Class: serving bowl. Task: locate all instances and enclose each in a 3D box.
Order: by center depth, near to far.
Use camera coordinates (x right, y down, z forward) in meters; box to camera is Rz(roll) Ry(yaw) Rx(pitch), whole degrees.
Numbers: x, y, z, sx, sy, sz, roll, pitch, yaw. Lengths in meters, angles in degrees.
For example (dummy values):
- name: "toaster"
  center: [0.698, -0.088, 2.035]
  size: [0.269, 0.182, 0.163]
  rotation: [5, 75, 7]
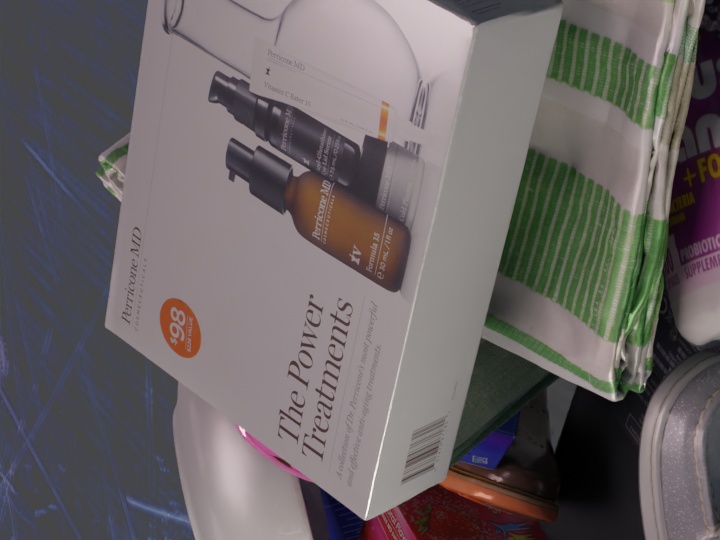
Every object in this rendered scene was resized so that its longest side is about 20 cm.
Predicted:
- name: "serving bowl"
  center: [-0.060, 0.109, 1.040]
  size: [0.200, 0.065, 0.202]
  rotation: [168, 90, -90]

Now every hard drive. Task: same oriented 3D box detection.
- name: "hard drive"
  center: [0.141, 0.082, 0.847]
  size: [0.140, 0.033, 0.201]
  rotation: [57, 143, 44]

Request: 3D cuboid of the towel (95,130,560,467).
- name: "towel"
  center: [0.003, -0.017, 0.824]
  size: [0.200, 0.152, 0.023]
  rotation: [46, 159, 15]

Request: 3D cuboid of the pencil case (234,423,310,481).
- name: "pencil case"
  center: [0.000, 0.000, 0.952]
  size: [0.091, 0.093, 0.201]
  rotation: [-51, 15, 52]

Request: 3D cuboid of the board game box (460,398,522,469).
- name: "board game box"
  center: [0.019, -0.025, 0.871]
  size: [0.045, 0.133, 0.202]
  rotation: [110, 174, -64]

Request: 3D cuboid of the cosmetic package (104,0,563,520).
- name: "cosmetic package"
  center: [-0.018, -0.033, 0.706]
  size: [0.150, 0.051, 0.201]
  rotation: [34, 126, 34]

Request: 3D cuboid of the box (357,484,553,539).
- name: "box"
  center: [0.075, 0.192, 0.934]
  size: [0.200, 0.095, 0.100]
  rotation: [58, 142, 43]

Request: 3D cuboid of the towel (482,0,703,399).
- name: "towel"
  center: [0.051, -0.069, 0.684]
  size: [0.152, 0.023, 0.202]
  rotation: [25, 123, 37]

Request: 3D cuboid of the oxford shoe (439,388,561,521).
- name: "oxford shoe"
  center: [0.059, 0.059, 0.935]
  size: [0.200, 0.071, 0.073]
  rotation: [-123, 54, -69]

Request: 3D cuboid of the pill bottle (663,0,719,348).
- name: "pill bottle"
  center: [0.149, -0.080, 0.705]
  size: [0.112, 0.111, 0.202]
  rotation: [-31, 68, 62]

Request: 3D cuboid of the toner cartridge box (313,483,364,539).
- name: "toner cartridge box"
  center: [-0.010, 0.123, 1.157]
  size: [0.200, 0.043, 0.096]
  rotation: [-28, 71, 63]

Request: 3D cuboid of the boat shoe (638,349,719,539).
- name: "boat shoe"
  center: [0.163, 0.122, 0.731]
  size: [0.064, 0.074, 0.203]
  rotation: [3, 119, 50]
